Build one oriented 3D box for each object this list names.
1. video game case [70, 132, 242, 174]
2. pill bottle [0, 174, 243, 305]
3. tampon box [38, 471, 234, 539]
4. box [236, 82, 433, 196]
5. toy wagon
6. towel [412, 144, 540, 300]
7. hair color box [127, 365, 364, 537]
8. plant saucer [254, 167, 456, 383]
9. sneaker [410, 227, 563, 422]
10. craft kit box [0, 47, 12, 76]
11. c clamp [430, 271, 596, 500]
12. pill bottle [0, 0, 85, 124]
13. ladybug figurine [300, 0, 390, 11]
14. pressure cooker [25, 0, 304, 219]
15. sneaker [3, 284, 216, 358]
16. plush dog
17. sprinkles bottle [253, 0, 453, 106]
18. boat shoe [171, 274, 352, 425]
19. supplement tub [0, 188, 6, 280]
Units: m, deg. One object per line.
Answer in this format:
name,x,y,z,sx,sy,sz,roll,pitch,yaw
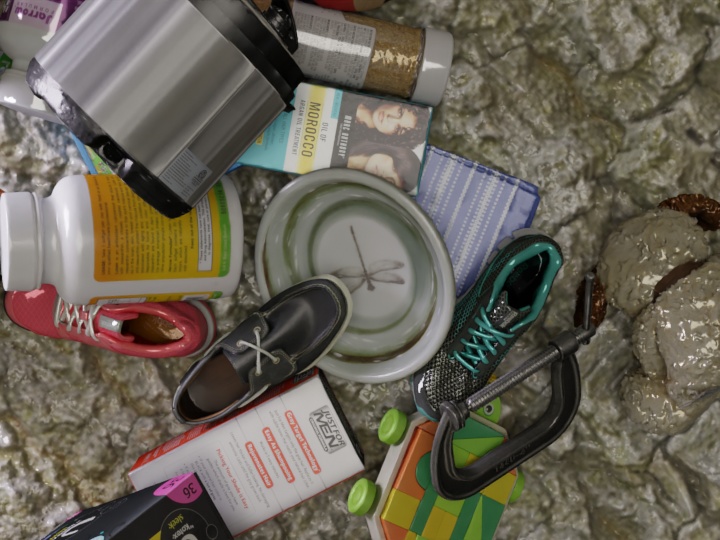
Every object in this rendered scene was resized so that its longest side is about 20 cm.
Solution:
video game case,-0.167,-0.148,1.127,0.198,0.018,0.145,-27,95,2
pill bottle,-0.209,-0.028,1.060,0.197,0.111,0.113,-2,95,-22
tampon box,-0.217,0.282,1.055,0.199,0.150,0.127,-26,97,41
box,-0.038,-0.124,1.094,0.197,0.049,0.084,10,95,0
toy wagon,0.082,0.182,1.120,0.154,0.039,0.202,28,80,-23
towel,0.055,-0.045,1.139,0.198,0.024,0.147,22,97,-1
hair color box,-0.104,0.180,1.134,0.198,0.061,0.103,-27,96,3
plant saucer,0.000,0.000,1.092,0.197,0.050,0.203,11,115,23
sneaker,0.112,0.044,1.075,0.077,0.091,0.201,33,84,-2
craft kit box,-0.405,-0.231,1.027,0.199,0.198,0.049,35,93,-3
c clamp,0.135,0.112,1.077,0.199,0.027,0.172,-34,135,-18
pill bottle,-0.252,-0.232,1.063,0.111,0.112,0.203,15,88,-2
ladybug figurine,-0.044,-0.283,1.069,0.198,0.136,0.073,22,126,7
pressure cooker,-0.139,-0.164,0.964,0.179,0.176,0.200,43,91,-8
sneaker,-0.231,0.036,1.107,0.197,0.087,0.075,9,94,-1
plush dog,0.285,0.025,1.095,0.199,0.160,0.172,-40,68,1
sprinkles bottle,-0.018,-0.199,1.088,0.197,0.068,0.069,11,95,-8
boat shoe,-0.089,0.076,1.093,0.199,0.068,0.072,-35,91,22
supplement tub,-0.389,0.011,1.086,0.121,0.123,0.202,25,95,-3
